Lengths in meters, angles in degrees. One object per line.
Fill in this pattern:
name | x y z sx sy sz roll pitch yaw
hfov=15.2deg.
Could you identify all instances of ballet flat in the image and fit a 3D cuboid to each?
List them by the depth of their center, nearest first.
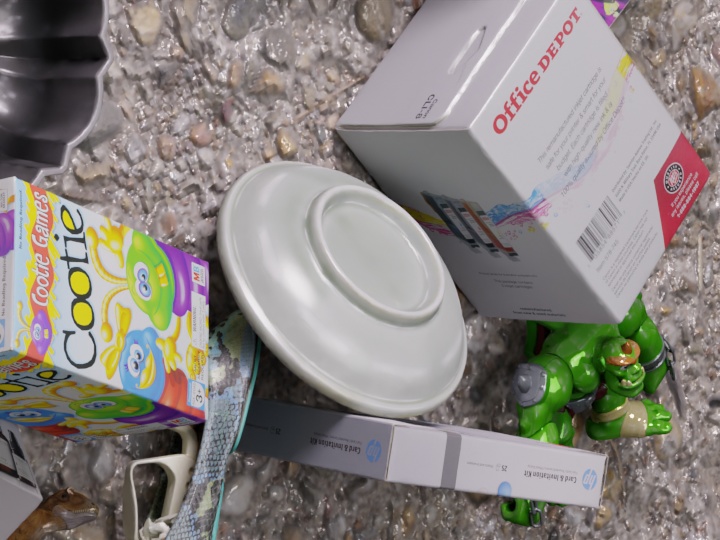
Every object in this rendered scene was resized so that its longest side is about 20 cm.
ballet flat | -0.114 0.116 1.729 0.074 0.074 0.202 21 74 -40

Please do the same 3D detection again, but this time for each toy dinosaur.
toy dinosaur | -0.245 0.184 1.630 0.199 0.060 0.107 -10 63 -41

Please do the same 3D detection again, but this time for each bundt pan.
bundt pan | -0.248 -0.136 1.595 0.201 0.075 0.204 0 90 -42

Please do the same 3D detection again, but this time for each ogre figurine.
ogre figurine | 0.161 0.086 1.954 0.199 0.098 0.121 -28 128 -22

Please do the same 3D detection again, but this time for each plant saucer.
plant saucer | 0.000 0.000 1.766 0.199 0.050 0.201 27 39 -24

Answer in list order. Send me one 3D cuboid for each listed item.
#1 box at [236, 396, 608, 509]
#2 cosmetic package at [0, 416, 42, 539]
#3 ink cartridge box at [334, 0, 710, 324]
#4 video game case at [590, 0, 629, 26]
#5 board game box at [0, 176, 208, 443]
box | 0.041 0.121 1.803 0.199 0.155 0.042 9 89 -42
cosmetic package | -0.279 0.083 1.563 0.200 0.083 0.051 33 107 -37
ink cartridge box | 0.113 -0.083 1.868 0.200 0.144 0.146 51 61 -31
video game case | 0.158 -0.291 1.842 0.182 0.036 0.201 -51 128 -25
board game box | -0.184 0.027 1.588 0.200 0.102 0.106 25 60 -57
